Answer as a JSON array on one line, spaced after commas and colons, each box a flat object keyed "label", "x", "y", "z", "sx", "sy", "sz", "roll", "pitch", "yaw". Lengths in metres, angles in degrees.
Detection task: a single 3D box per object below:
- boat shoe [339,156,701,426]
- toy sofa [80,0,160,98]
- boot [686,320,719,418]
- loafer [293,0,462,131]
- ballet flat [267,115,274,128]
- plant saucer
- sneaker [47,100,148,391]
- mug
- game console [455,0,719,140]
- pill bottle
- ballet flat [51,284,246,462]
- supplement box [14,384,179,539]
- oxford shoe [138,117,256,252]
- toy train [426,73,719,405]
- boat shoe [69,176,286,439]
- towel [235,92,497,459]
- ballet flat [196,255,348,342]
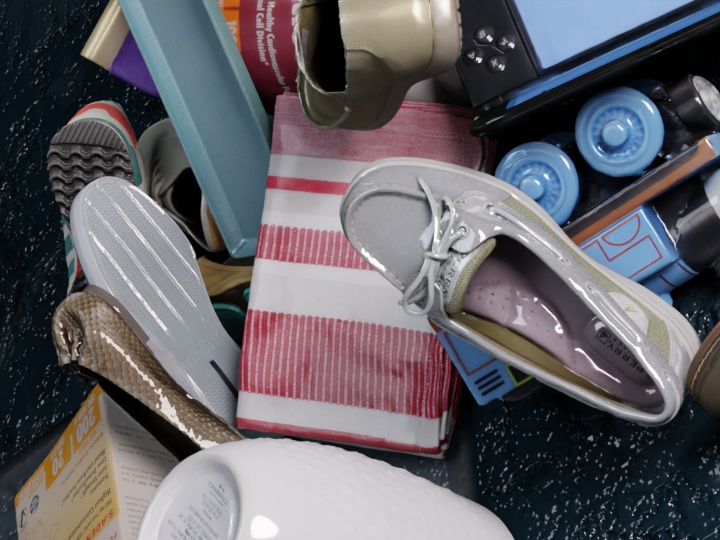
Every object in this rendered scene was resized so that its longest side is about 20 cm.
[{"label": "boat shoe", "x": 0.076, "y": 0.011, "z": 1.160, "sx": 0.075, "sy": 0.202, "sz": 0.065, "roll": -58, "pitch": -7, "yaw": 20}, {"label": "toy sofa", "x": -0.121, "y": -0.156, "z": 1.605, "sx": 0.200, "sy": 0.097, "sz": 0.083, "roll": 29, "pitch": 90, "yaw": 53}, {"label": "boot", "x": 0.236, "y": 0.042, "z": 1.064, "sx": 0.200, "sy": 0.075, "sz": 0.097, "roll": -33, "pitch": 42, "yaw": 31}, {"label": "loafer", "x": -0.005, "y": -0.122, "z": 1.254, "sx": 0.200, "sy": 0.068, "sz": 0.076, "roll": 148, "pitch": 119, "yaw": -70}, {"label": "ballet flat", "x": -0.017, "y": -0.063, "z": 1.455, "sx": 0.200, "sy": 0.071, "sz": 0.071, "roll": 31, "pitch": 93, "yaw": 56}, {"label": "plant saucer", "x": -0.088, "y": -0.102, "z": 1.412, "sx": 0.070, "sy": 0.201, "sz": 0.019, "roll": -8, "pitch": 22, "yaw": 41}, {"label": "sneaker", "x": -0.164, "y": -0.019, "z": 1.558, "sx": 0.070, "sy": 0.201, "sz": 0.093, "roll": -2, "pitch": 24, "yaw": 7}, {"label": "mug", "x": -0.016, "y": 0.178, "z": 1.199, "sx": 0.148, "sy": 0.175, "sz": 0.200, "roll": -50, "pitch": 38, "yaw": 16}, {"label": "game console", "x": 0.133, "y": -0.156, "z": 1.213, "sx": 0.199, "sy": 0.116, "sz": 0.176, "roll": -24, "pitch": 62, "yaw": 7}, {"label": "pill bottle", "x": 0.011, "y": -0.148, "z": 1.398, "sx": 0.199, "sy": 0.114, "sz": 0.115, "roll": 4, "pitch": 70, "yaw": 36}, {"label": "ballet flat", "x": -0.111, "y": 0.094, "z": 1.371, "sx": 0.046, "sy": 0.200, "sz": 0.067, "roll": -42, "pitch": 2, "yaw": -28}, {"label": "supplement box", "x": -0.147, "y": 0.185, "z": 1.424, "sx": 0.126, "sy": 0.073, "sz": 0.200, "roll": -52, "pitch": 36, "yaw": 33}, {"label": "oxford shoe", "x": -0.115, "y": -0.056, "z": 1.542, "sx": 0.200, "sy": 0.058, "sz": 0.076, "roll": 29, "pitch": 132, "yaw": 60}, {"label": "toy train", "x": 0.117, "y": -0.018, "z": 1.219, "sx": 0.200, "sy": 0.087, "sz": 0.115, "roll": -33, "pitch": 87, "yaw": 21}, {"label": "boat shoe", "x": -0.124, "y": 0.041, "z": 1.430, "sx": 0.200, "sy": 0.073, "sz": 0.067, "roll": 59, "pitch": 142, "yaw": 5}, {"label": "towel", "x": 0.000, "y": 0.000, "z": 1.342, "sx": 0.143, "sy": 0.023, "sz": 0.201, "roll": 6, "pitch": 86, "yaw": 28}, {"label": "ballet flat", "x": -0.053, "y": 0.011, "z": 1.446, "sx": 0.200, "sy": 0.069, "sz": 0.063, "roll": 1, "pitch": 53, "yaw": 49}]
